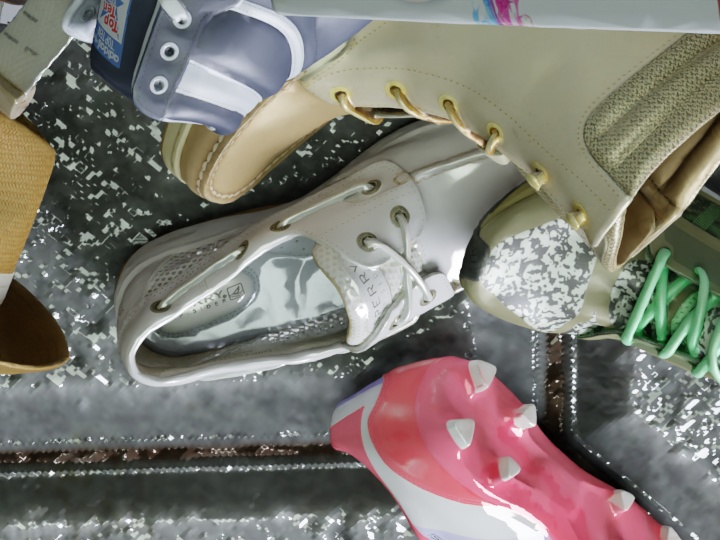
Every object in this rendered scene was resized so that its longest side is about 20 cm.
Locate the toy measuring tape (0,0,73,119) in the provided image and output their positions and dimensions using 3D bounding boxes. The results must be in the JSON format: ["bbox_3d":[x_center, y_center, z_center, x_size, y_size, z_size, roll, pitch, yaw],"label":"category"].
[{"bbox_3d":[-0.061,-0.136,0.913,0.073,0.074,0.200,36,98,-18],"label":"toy measuring tape"}]

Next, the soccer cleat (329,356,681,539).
[{"bbox_3d":[0.069,0.109,1.072,0.076,0.067,0.200,-14,129,43],"label":"soccer cleat"}]

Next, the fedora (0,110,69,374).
[{"bbox_3d":[-0.175,-0.042,0.925,0.200,0.201,0.082,32,97,-16],"label":"fedora"}]

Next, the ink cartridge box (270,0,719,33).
[{"bbox_3d":[0.079,-0.157,0.762,0.199,0.144,0.146,5,114,34],"label":"ink cartridge box"}]

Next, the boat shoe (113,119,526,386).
[{"bbox_3d":[0.000,0.000,0.997,0.199,0.069,0.071,-23,114,8],"label":"boat shoe"}]

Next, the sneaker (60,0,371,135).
[{"bbox_3d":[-0.065,-0.124,0.825,0.108,0.070,0.200,-42,132,-2],"label":"sneaker"}]

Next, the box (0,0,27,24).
[{"bbox_3d":[-0.148,-0.190,0.914,0.135,0.038,0.201,9,118,-5],"label":"box"}]

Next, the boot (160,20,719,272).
[{"bbox_3d":[0.036,-0.055,0.931,0.200,0.073,0.156,-42,75,15],"label":"boot"}]

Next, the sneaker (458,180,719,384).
[{"bbox_3d":[0.134,0.013,0.978,0.198,0.089,0.077,9,115,-21],"label":"sneaker"}]
